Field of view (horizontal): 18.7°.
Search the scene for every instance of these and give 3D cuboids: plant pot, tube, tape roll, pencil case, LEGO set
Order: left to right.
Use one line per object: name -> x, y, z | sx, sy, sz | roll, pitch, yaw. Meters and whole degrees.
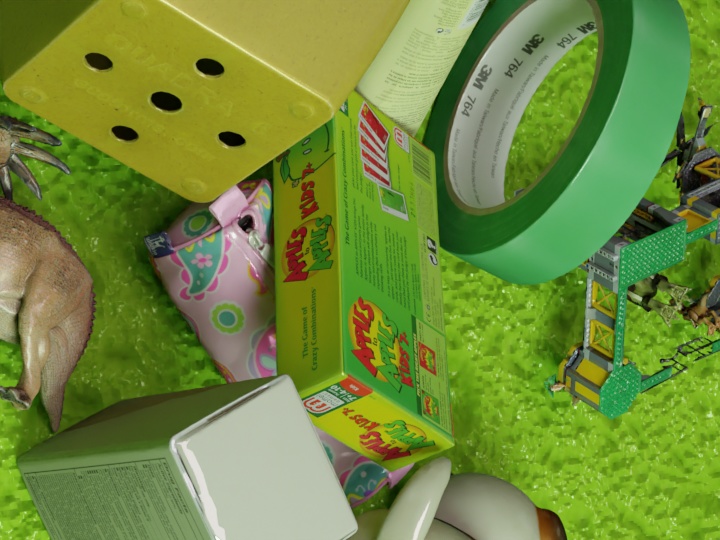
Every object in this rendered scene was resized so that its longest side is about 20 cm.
plant pot -> -0.086, -0.158, 1.162 | 0.199, 0.199, 0.178 | 29, 54, -26
pencil case -> -0.041, 0.041, 1.260 | 0.087, 0.087, 0.201 | -40, 106, -29
tube -> 0.027, -0.125, 1.271 | 0.058, 0.201, 0.052 | 23, 46, -5
tape roll -> 0.113, -0.092, 1.302 | 0.048, 0.200, 0.202 | 26, 72, -28
LEGO set -> 0.176, -0.007, 1.409 | 0.199, 0.116, 0.155 | -30, 130, -27

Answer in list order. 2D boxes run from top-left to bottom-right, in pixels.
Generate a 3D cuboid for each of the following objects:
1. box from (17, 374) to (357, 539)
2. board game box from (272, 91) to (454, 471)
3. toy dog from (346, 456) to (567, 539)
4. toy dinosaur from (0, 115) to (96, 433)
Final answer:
box -> -0.096, 0.118, 1.148 | 0.077, 0.199, 0.096 | -29, 99, -31
board game box -> 0.000, 0.000, 1.227 | 0.101, 0.047, 0.202 | 34, 42, -42
toy dog -> 0.036, 0.182, 1.257 | 0.200, 0.138, 0.196 | -26, 121, -62
toy dinosaur -> -0.190, -0.009, 1.176 | 0.200, 0.085, 0.136 | 53, 54, -23
